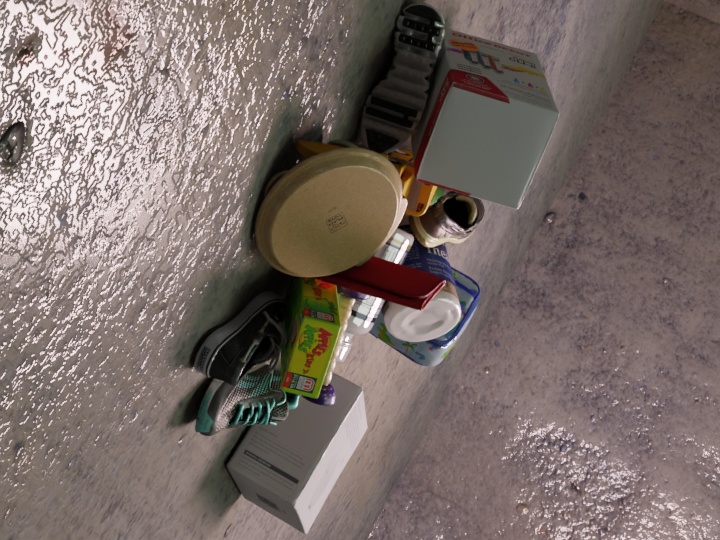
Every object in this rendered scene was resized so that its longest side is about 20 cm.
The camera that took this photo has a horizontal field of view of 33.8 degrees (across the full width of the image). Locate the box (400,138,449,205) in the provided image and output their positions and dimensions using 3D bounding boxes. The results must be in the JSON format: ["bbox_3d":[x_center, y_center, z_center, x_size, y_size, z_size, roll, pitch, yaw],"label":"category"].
[{"bbox_3d":[0.126,-0.210,1.777,0.177,0.097,0.200,-60,167,-24],"label":"box"}]

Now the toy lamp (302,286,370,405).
[{"bbox_3d":[-0.029,0.076,1.556,0.058,0.058,0.200,-25,136,-69],"label":"toy lamp"}]

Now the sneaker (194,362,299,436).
[{"bbox_3d":[-0.136,0.165,1.499,0.200,0.091,0.078,-34,147,-64],"label":"sneaker"}]

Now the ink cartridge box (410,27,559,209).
[{"bbox_3d":[0.154,-0.202,1.543,0.200,0.145,0.145,-92,-161,-59],"label":"ink cartridge box"}]

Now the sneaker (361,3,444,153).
[{"bbox_3d":[0.061,-0.244,1.526,0.081,0.075,0.200,-49,163,-73],"label":"sneaker"}]

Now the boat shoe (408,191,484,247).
[{"bbox_3d":[0.140,-0.078,1.705,0.065,0.073,0.200,-27,-179,31],"label":"boat shoe"}]

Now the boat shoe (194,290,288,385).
[{"bbox_3d":[-0.125,0.084,1.433,0.074,0.068,0.199,-68,168,20],"label":"boat shoe"}]

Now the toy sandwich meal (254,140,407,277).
[{"bbox_3d":[-0.036,-0.076,1.389,0.205,0.070,0.205,-17,136,-17],"label":"toy sandwich meal"}]

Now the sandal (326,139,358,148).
[{"bbox_3d":[-0.017,-0.096,1.500,0.201,0.080,0.057,99,8,-51],"label":"sandal"}]

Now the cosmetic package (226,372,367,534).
[{"bbox_3d":[-0.090,0.263,1.788,0.200,0.123,0.199,-57,165,-20],"label":"cosmetic package"}]

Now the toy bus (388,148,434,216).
[{"bbox_3d":[0.062,-0.118,1.592,0.200,0.078,0.065,-55,164,-76],"label":"toy bus"}]

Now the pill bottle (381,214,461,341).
[{"bbox_3d":[0.074,-0.007,1.719,0.111,0.111,0.200,99,-16,-52],"label":"pill bottle"}]

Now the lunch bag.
[{"bbox_3d":[0.073,0.038,1.812,0.161,0.200,0.083,-49,168,-41],"label":"lunch bag"}]

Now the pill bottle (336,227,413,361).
[{"bbox_3d":[-0.016,0.019,1.632,0.200,0.111,0.111,-64,167,3],"label":"pill bottle"}]

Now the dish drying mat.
[{"bbox_3d":[0.000,0.000,1.470,0.077,0.200,0.018,-45,145,-52],"label":"dish drying mat"}]

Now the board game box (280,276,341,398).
[{"bbox_3d":[-0.065,0.063,1.479,0.200,0.048,0.102,-100,-154,-65],"label":"board game box"}]
